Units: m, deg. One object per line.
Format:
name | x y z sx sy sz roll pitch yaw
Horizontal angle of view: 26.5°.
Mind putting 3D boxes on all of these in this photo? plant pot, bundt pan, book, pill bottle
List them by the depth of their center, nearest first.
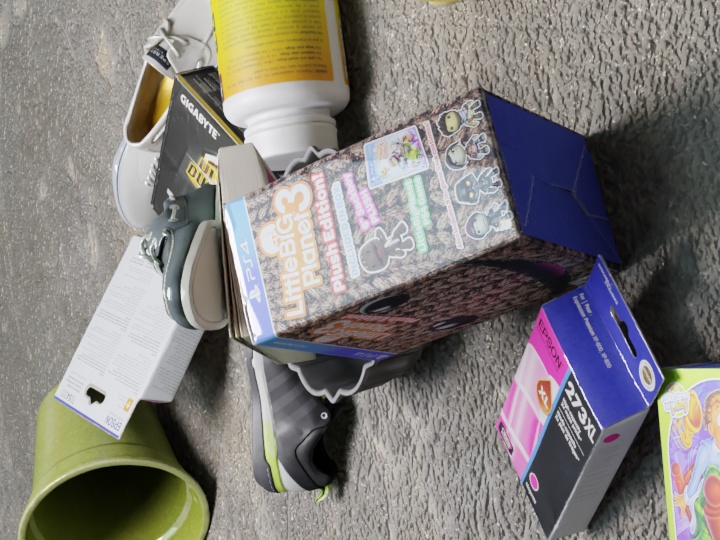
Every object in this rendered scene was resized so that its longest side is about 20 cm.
book | -0.066 -0.008 1.135 0.200 0.048 0.135 62 -161 -80
bundt pan | 0.000 0.000 1.226 0.201 0.075 0.204 15 108 59
pill bottle | -0.068 -0.191 1.290 0.109 0.108 0.202 -19 77 60
plant pot | -0.277 0.215 1.657 0.185 0.198 0.202 -113 33 -49

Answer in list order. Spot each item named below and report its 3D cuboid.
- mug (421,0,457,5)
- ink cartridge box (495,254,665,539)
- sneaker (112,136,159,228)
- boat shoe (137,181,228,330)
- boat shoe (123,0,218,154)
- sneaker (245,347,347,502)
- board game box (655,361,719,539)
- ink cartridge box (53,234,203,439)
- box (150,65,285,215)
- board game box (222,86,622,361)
mug | 0.048 -0.280 1.047 0.186 0.148 0.155 -36 55 49
ink cartridge box | 0.138 0.087 0.991 0.201 0.037 0.095 105 149 -53
sneaker | -0.210 -0.122 1.584 0.071 0.072 0.202 -122 40 -49
boat shoe | -0.123 -0.009 1.081 0.200 0.061 0.074 -84 -14 -67
boat shoe | -0.175 -0.204 1.473 0.071 0.070 0.201 37 111 27
sneaker | -0.050 0.103 1.342 0.072 0.082 0.202 -52 -38 -69
board game box | 0.247 0.118 0.836 0.199 0.044 0.136 -8 87 61
ink cartridge box | -0.228 0.069 1.592 0.196 0.043 0.202 16 80 59
box | -0.113 -0.064 1.402 0.200 0.049 0.161 48 140 30
board game box | 0.041 -0.022 0.992 0.199 0.159 0.098 -22 72 28
